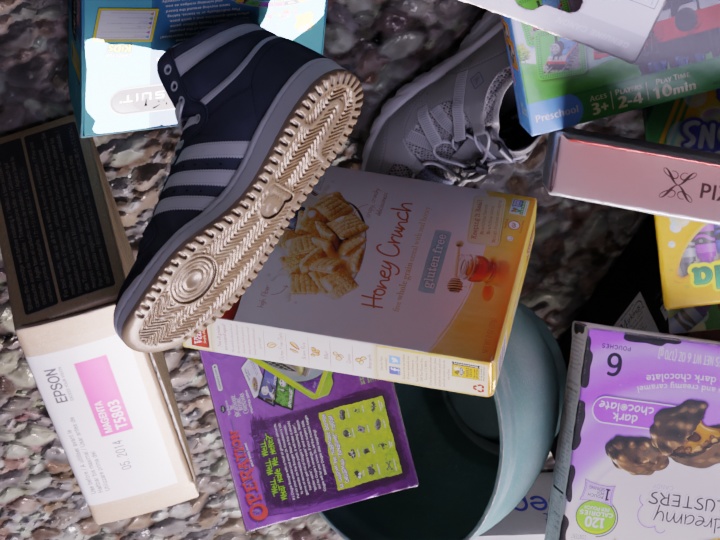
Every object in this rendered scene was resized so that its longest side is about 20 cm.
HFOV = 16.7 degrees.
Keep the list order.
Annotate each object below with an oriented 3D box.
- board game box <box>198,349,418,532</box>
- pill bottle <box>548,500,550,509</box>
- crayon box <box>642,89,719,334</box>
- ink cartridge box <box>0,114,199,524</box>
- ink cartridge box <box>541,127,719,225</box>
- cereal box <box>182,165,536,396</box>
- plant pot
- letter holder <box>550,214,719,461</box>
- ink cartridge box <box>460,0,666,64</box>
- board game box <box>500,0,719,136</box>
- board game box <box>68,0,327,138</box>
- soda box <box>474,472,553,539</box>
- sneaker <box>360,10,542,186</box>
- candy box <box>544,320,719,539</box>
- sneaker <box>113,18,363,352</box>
[{"bbox_3d":[-0.044,0.058,1.604,0.119,0.202,0.032,-14,180,-6],"label":"board game box"},{"bbox_3d":[0.238,0.163,1.716,0.199,0.111,0.111,-21,138,-3],"label":"pill bottle"},{"bbox_3d":[0.252,-0.052,1.597,0.125,0.052,0.202,-6,107,8],"label":"crayon box"},{"bbox_3d":[-0.169,0.032,1.533,0.075,0.165,0.201,-16,137,-3],"label":"ink cartridge box"},{"bbox_3d":[0.212,-0.049,1.480,0.198,0.174,0.044,10,97,1],"label":"ink cartridge box"},{"bbox_3d":[0.000,0.000,1.525,0.198,0.144,0.040,9,138,9],"label":"cereal box"},{"bbox_3d":[0.058,0.086,1.677,0.134,0.200,0.201,-15,146,-48],"label":"plant pot"},{"bbox_3d":[0.237,0.064,1.769,0.141,0.101,0.201,9,130,-31],"label":"letter holder"},{"bbox_3d":[0.129,-0.237,1.400,0.160,0.050,0.201,18,118,-15],"label":"ink cartridge box"},{"bbox_3d":[0.151,-0.195,1.455,0.150,0.037,0.201,-15,111,-5],"label":"board game box"},{"bbox_3d":[-0.094,-0.175,1.434,0.150,0.047,0.201,-7,137,-14],"label":"board game box"},{"bbox_3d":[0.136,0.201,1.898,0.198,0.064,0.069,1,134,-21],"label":"soda box"},{"bbox_3d":[0.070,-0.091,1.556,0.074,0.082,0.200,17,126,-34],"label":"sneaker"},{"bbox_3d":[0.213,0.145,1.622,0.166,0.072,0.202,7,91,-4],"label":"candy box"},{"bbox_3d":[-0.094,-0.054,1.418,0.200,0.108,0.070,-52,146,-1],"label":"sneaker"}]
